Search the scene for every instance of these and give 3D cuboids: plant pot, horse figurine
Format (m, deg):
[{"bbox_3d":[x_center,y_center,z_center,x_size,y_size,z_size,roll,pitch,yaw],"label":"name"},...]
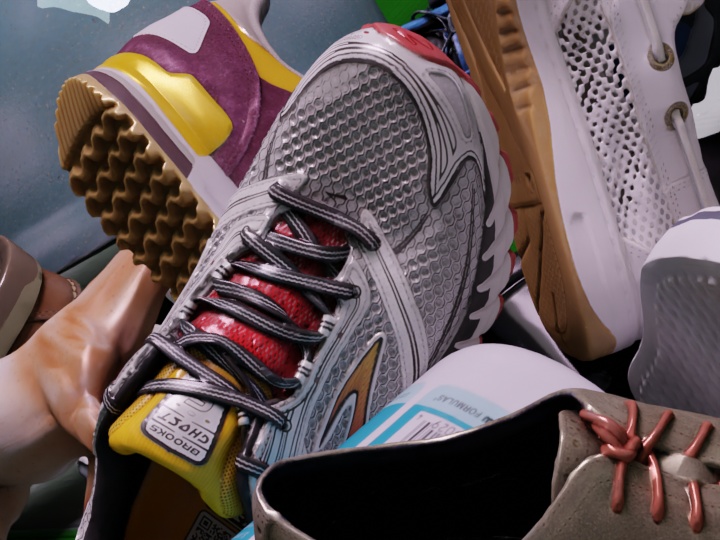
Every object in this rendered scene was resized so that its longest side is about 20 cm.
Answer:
[{"bbox_3d":[-0.094,-0.091,1.151,0.200,0.134,0.200,-30,3,2],"label":"plant pot"},{"bbox_3d":[-0.109,0.067,0.917,0.200,0.050,0.133,-35,48,37],"label":"horse figurine"}]

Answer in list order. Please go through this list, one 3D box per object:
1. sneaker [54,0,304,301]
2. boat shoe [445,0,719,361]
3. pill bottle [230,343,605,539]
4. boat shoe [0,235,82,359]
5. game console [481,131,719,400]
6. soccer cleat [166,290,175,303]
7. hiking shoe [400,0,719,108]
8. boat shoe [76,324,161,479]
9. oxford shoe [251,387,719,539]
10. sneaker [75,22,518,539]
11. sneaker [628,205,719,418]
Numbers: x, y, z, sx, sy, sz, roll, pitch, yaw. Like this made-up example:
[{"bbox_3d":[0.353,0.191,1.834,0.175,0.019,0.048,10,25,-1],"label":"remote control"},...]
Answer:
[{"bbox_3d":[0.000,0.000,0.856,0.090,0.200,0.075,-35,-7,-29],"label":"sneaker"},{"bbox_3d":[0.065,-0.078,0.811,0.069,0.200,0.071,-16,9,-11],"label":"boat shoe"},{"bbox_3d":[-0.006,0.117,0.705,0.200,0.111,0.111,-39,24,-22],"label":"pill bottle"},{"bbox_3d":[-0.157,0.087,1.015,0.200,0.068,0.072,-55,31,-4],"label":"boat shoe"},{"bbox_3d":[0.141,0.001,0.894,0.200,0.116,0.176,-34,52,-9],"label":"game console"},{"bbox_3d":[-0.030,0.009,1.015,0.086,0.070,0.200,-12,15,2],"label":"soccer cleat"},{"bbox_3d":[0.055,-0.068,0.896,0.087,0.200,0.074,-6,58,-19],"label":"hiking shoe"},{"bbox_3d":[-0.046,0.074,0.942,0.200,0.073,0.062,36,111,59],"label":"boat shoe"},{"bbox_3d":[0.071,0.061,0.594,0.200,0.075,0.071,-10,39,16],"label":"oxford shoe"},{"bbox_3d":[-0.021,0.030,0.763,0.078,0.200,0.082,26,14,21],"label":"sneaker"},{"bbox_3d":[0.116,0.008,0.700,0.079,0.078,0.200,-40,-5,-7],"label":"sneaker"}]
